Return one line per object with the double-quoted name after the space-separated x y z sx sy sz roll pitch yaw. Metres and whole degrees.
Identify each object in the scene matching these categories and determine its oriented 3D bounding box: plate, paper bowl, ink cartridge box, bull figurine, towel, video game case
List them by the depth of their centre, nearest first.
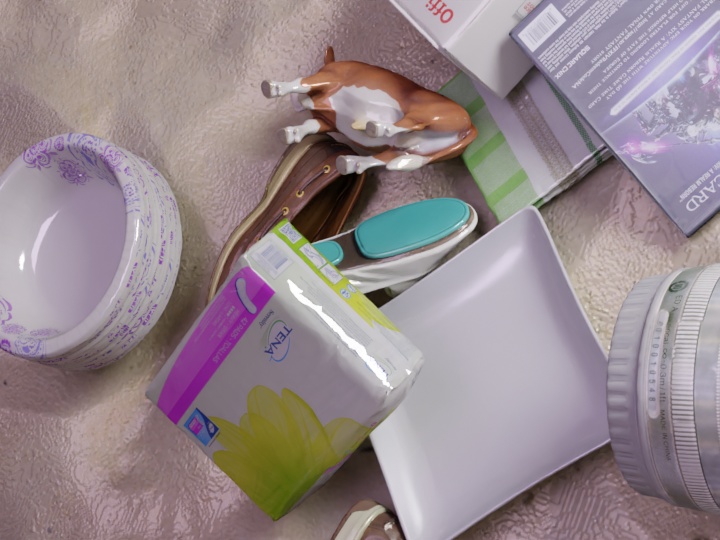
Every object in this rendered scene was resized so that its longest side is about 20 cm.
0.223 -0.146 1.122 0.143 0.019 0.200 -42 80 15 "video game case"
0.092 0.084 1.164 0.199 0.032 0.201 -35 55 18 "plate"
0.159 -0.141 1.205 0.200 0.031 0.150 -38 56 20 "towel"
0.120 -0.256 1.209 0.200 0.083 0.147 -48 42 10 "ink cartridge box"
-0.003 -0.128 1.244 0.199 0.121 0.066 20 121 40 "bull figurine"
-0.241 -0.011 1.374 0.199 0.104 0.203 -10 69 29 "paper bowl"

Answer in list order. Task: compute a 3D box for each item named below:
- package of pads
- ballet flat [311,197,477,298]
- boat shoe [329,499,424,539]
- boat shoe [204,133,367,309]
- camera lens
-0.058 0.082 1.170 0.154 0.068 0.200 43 133 5 "package of pads"
0.000 0.000 1.230 0.198 0.070 0.070 -19 63 0 "ballet flat"
-0.015 0.275 1.156 0.074 0.075 0.204 26 89 30 "boat shoe"
-0.060 -0.017 1.273 0.067 0.072 0.201 28 88 47 "boat shoe"
0.273 0.076 0.976 0.199 0.160 0.162 0 75 33 "camera lens"
